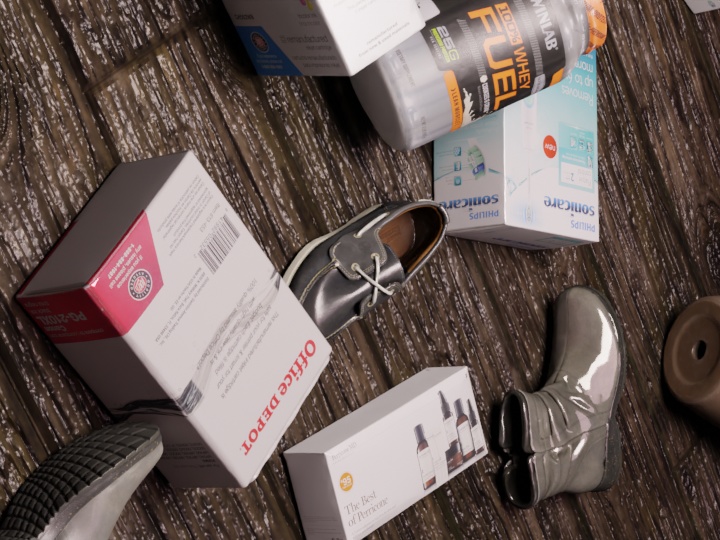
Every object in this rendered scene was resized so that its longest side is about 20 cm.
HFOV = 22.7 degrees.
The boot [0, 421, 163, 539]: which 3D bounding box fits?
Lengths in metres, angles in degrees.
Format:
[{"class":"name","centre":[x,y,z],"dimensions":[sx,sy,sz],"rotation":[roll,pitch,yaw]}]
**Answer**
[{"class":"boot","centre":[-0.190,0.206,1.216],"dimensions":[0.200,0.067,0.131],"rotation":[-46,124,-34]}]

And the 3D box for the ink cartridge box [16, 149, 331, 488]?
[{"class":"ink cartridge box","centre":[-0.127,0.039,1.284],"dimensions":[0.200,0.084,0.145],"rotation":[55,48,-28]}]

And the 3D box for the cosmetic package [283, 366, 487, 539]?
[{"class":"cosmetic package","centre":[0.025,0.150,1.474],"dimensions":[0.200,0.050,0.083],"rotation":[-27,105,-48]}]

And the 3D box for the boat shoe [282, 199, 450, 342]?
[{"class":"boat shoe","centre":[0.000,0.000,1.454],"dimensions":[0.200,0.067,0.072],"rotation":[-42,118,-42]}]

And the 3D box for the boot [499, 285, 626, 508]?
[{"class":"boot","centre":[0.181,0.113,1.641],"dimensions":[0.130,0.067,0.201],"rotation":[1,85,-46]}]

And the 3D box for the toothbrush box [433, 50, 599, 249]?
[{"class":"toothbrush box","centre":[0.141,-0.126,1.619],"dimensions":[0.146,0.085,0.201],"rotation":[10,79,-48]}]

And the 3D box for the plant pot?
[{"class":"plant pot","centre":[0.412,0.103,1.846],"dimensions":[0.174,0.200,0.201],"rotation":[16,73,-29]}]

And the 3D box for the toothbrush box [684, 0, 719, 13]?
[{"class":"toothbrush box","centre":[0.373,-0.374,1.876],"dimensions":[0.200,0.145,0.086],"rotation":[44,53,-35]}]

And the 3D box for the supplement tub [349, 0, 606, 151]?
[{"class":"supplement tub","centre":[0.094,-0.190,1.481],"dimensions":[0.199,0.123,0.123],"rotation":[-26,108,-11]}]

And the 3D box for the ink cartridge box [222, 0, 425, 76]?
[{"class":"ink cartridge box","centre":[-0.056,-0.253,1.352],"dimensions":[0.085,0.144,0.201],"rotation":[-35,113,-26]}]
